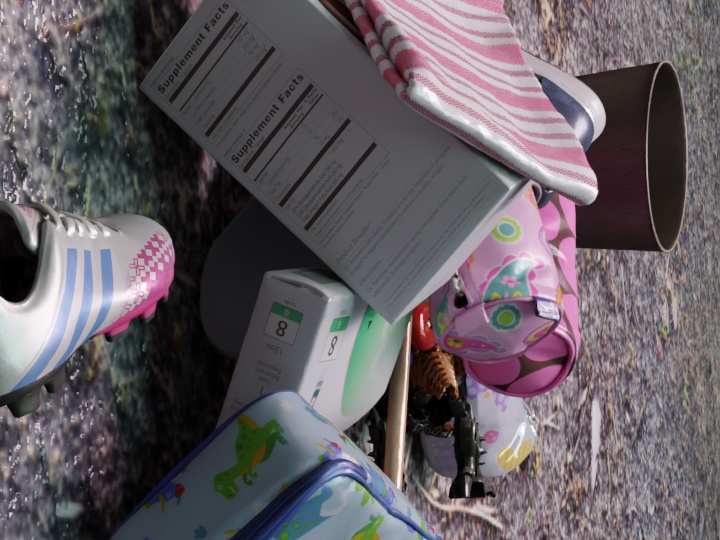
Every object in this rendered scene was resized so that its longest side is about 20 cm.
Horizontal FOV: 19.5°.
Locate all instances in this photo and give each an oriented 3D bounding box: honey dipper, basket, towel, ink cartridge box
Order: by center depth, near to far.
[{"bbox_3d":[0.053,-0.127,1.186,0.146,0.030,0.200,25,26,-34],"label":"towel"},{"bbox_3d":[-0.038,0.095,1.225,0.161,0.050,0.201,-8,116,-70],"label":"ink cartridge box"},{"bbox_3d":[0.026,0.066,1.328,0.038,0.038,0.201,51,37,-59],"label":"honey dipper"},{"bbox_3d":[0.145,-0.083,1.646,0.181,0.199,0.137,-67,147,-53],"label":"basket"}]

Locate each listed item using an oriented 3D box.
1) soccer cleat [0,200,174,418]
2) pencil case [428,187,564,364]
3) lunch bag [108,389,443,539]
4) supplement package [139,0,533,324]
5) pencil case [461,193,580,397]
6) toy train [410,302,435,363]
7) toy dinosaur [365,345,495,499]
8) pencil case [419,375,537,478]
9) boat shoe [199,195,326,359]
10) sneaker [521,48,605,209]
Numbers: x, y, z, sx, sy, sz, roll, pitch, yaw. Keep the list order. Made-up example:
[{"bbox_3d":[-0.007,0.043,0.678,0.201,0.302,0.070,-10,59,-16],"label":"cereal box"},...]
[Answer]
[{"bbox_3d":[-0.145,-0.004,1.006,0.200,0.069,0.087,-51,135,-61],"label":"soccer cleat"},{"bbox_3d":[0.066,-0.041,1.320,0.087,0.087,0.201,49,24,-60],"label":"pencil case"},{"bbox_3d":[-0.049,0.164,1.147,0.082,0.161,0.200,47,-2,30],"label":"lunch bag"},{"bbox_3d":[-0.006,-0.086,1.199,0.200,0.110,0.114,43,22,5],"label":"supplement package"},{"bbox_3d":[0.108,-0.013,1.485,0.091,0.093,0.201,118,-19,-44],"label":"pencil case"},{"bbox_3d":[0.000,-0.040,1.426,0.116,0.084,0.201,42,47,-45],"label":"toy train"},{"bbox_3d":[0.038,0.093,1.466,0.200,0.101,0.137,25,63,-75],"label":"toy dinosaur"},{"bbox_3d":[0.076,0.064,1.598,0.083,0.090,0.201,-64,145,-54],"label":"pencil case"},{"bbox_3d":[-0.046,-0.027,1.293,0.068,0.073,0.200,92,11,-63],"label":"boat shoe"},{"bbox_3d":[0.057,-0.110,1.452,0.146,0.201,0.077,-54,167,-42],"label":"sneaker"}]
